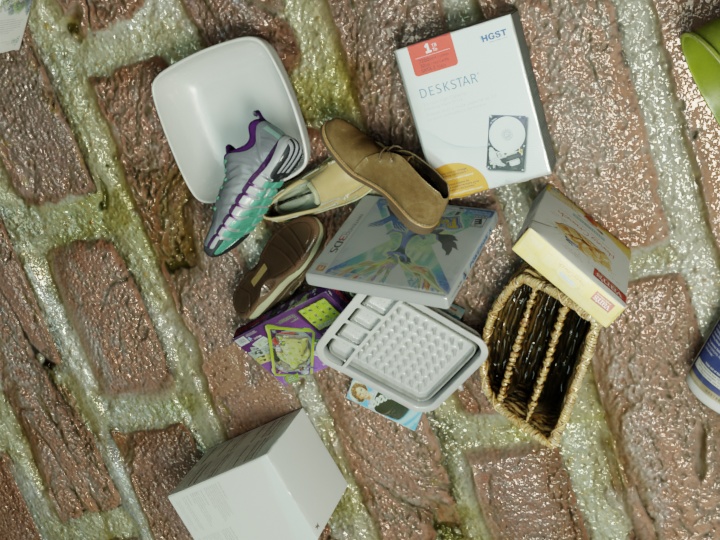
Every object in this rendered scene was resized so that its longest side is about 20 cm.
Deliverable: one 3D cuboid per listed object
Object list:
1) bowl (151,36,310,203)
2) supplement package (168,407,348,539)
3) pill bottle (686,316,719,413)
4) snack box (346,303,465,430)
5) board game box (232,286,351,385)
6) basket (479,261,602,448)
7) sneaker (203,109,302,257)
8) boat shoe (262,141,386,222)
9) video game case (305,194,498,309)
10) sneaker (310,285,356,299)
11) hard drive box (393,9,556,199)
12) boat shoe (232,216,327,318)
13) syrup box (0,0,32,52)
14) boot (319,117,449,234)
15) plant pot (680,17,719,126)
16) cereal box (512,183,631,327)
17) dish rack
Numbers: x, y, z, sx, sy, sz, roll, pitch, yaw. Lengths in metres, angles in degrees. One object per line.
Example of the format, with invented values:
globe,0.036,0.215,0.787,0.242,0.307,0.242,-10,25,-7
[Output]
bowl,-0.168,-0.211,1.255,0.198,0.075,0.202,-15,104,23
supplement package,-0.155,0.342,1.409,0.199,0.151,0.153,-27,99,25
pill bottle,0.498,0.080,1.123,0.110,0.111,0.202,25,115,8
snack box,0.064,0.123,1.321,0.115,0.037,0.202,24,115,10
board game box,-0.079,0.095,1.318,0.199,0.032,0.120,-27,117,35
basket,0.228,0.100,1.199,0.141,0.149,0.202,19,115,10
sneaker,-0.162,-0.114,1.219,0.087,0.074,0.201,43,106,14
boat shoe,-0.049,-0.112,1.249,0.199,0.076,0.072,-28,96,22
video game case,0.055,-0.030,1.173,0.198,0.183,0.022,9,133,26
sneaker,0.000,0.000,1.264,0.199,0.090,0.067,-33,107,26
hard drive box,0.147,-0.207,1.153,0.154,0.077,0.202,-13,104,21
boat shoe,-0.105,-0.005,1.314,0.202,0.074,0.075,-42,60,33
syrup box,-0.514,-0.415,1.290,0.081,0.079,0.201,30,116,5
boot,0.034,-0.140,1.161,0.200,0.074,0.076,42,140,10
plant pot,0.486,-0.227,0.985,0.192,0.200,0.201,-33,97,13
cereal box,0.263,-0.025,1.112,0.143,0.200,0.040,39,116,0
dish rack,0.057,0.098,1.238,0.199,0.044,0.172,30,126,-13
